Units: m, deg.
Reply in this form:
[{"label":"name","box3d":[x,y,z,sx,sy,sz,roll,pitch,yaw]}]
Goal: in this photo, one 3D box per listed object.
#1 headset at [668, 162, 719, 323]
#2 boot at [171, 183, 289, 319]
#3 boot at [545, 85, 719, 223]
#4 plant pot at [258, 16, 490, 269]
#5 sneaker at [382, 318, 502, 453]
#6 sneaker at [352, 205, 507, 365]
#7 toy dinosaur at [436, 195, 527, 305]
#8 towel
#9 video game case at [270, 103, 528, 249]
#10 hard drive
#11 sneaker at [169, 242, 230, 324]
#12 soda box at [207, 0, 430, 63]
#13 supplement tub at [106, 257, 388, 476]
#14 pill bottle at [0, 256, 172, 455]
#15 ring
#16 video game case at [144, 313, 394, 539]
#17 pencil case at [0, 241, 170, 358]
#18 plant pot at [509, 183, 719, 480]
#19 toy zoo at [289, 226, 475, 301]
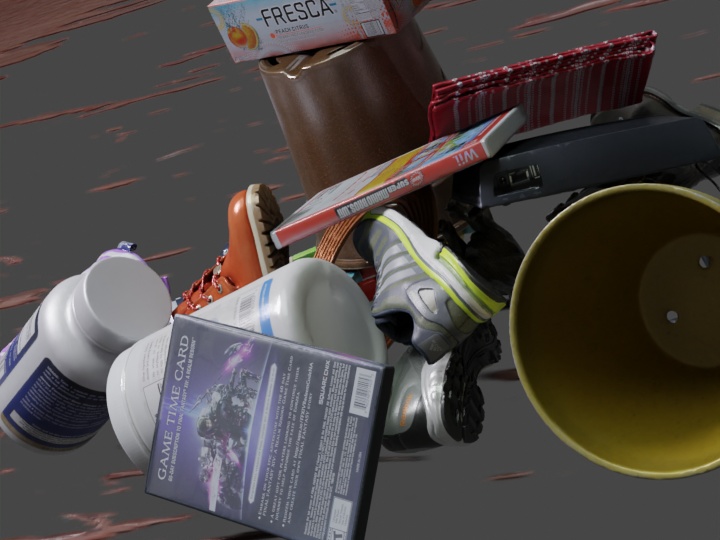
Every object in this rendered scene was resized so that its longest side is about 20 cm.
[{"label":"headset","box3d":[0.270,-0.012,1.541,0.123,0.094,0.200,-6,46,39]},{"label":"boot","box3d":[-0.110,0.018,1.640,0.107,0.200,0.075,2,32,6]},{"label":"boot","box3d":[0.226,-0.086,1.711,0.174,0.069,0.200,-37,28,-25]},{"label":"plant pot","box3d":[0.011,-0.138,1.825,0.200,0.199,0.200,-21,22,9]},{"label":"sneaker","box3d":[0.060,0.073,1.550,0.079,0.074,0.200,-20,24,26]},{"label":"sneaker","box3d":[0.034,0.010,1.527,0.081,0.074,0.200,-48,27,-3]},{"label":"toy dinosaur","box3d":[0.111,-0.012,1.664,0.077,0.102,0.200,-46,15,-2]},{"label":"towel","box3d":[0.152,-0.147,1.668,0.199,0.023,0.145,-14,-16,-2]},{"label":"video game case","box3d":[0.034,-0.078,1.605,0.200,0.017,0.143,-23,8,22]},{"label":"hard drive","box3d":[0.178,-0.091,1.588,0.199,0.042,0.135,-12,7,-7]},{"label":"sneaker","box3d":[-0.152,0.037,1.798,0.199,0.070,0.109,-5,56,27]},{"label":"soda box","box3d":[-0.038,-0.242,1.763,0.200,0.064,0.068,-5,31,39]},{"label":"supplement tub","box3d":[-0.090,0.083,1.564,0.200,0.132,0.132,-27,20,31]},{"label":"pill bottle","box3d":[-0.242,0.072,1.709,0.200,0.111,0.111,-46,3,46]},{"label":"ring","box3d":[0.000,0.000,1.686,0.200,0.019,0.201,-38,39,39]},{"label":"video game case","box3d":[-0.071,0.121,1.460,0.200,0.143,0.019,13,4,35]},{"label":"pencil case","box3d":[-0.271,0.062,1.905,0.085,0.084,0.200,18,45,26]},{"label":"plant pot","box3d":[0.223,0.032,1.359,0.200,0.201,0.142,-13,2,28]},{"label":"toy zoo","box3d":[0.019,-0.012,1.827,0.200,0.021,0.131,-21,23,11]}]
